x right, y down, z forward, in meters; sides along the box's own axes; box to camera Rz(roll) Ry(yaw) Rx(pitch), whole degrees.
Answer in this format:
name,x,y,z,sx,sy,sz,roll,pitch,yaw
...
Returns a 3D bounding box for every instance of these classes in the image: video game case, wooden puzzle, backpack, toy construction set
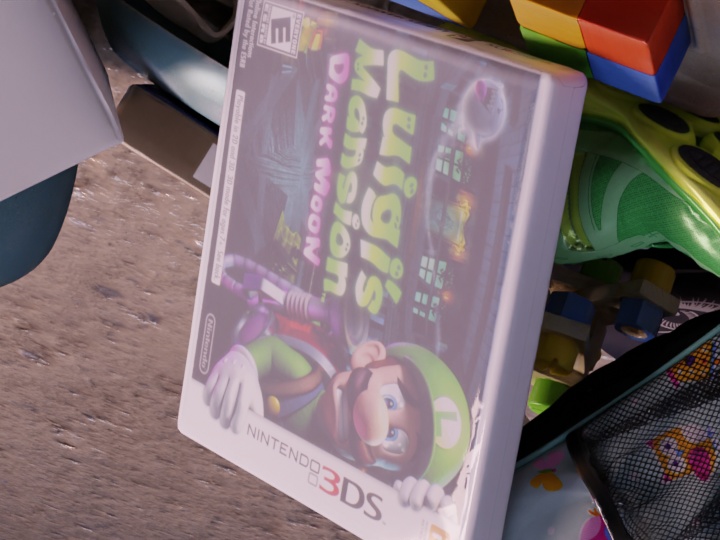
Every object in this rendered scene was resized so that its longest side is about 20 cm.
name,x,y,z,sx,sy,sz,roll,pitch,yaw
video game case,0.000,0.000,0.797,0.023,0.201,0.182,-4,-161,-42
wooden puzzle,0.041,-0.121,0.693,0.185,0.046,0.200,24,165,20
backpack,0.125,0.114,0.822,0.199,0.154,0.176,-25,164,17
toy construction set,0.054,0.034,0.910,0.131,0.092,0.200,20,148,1

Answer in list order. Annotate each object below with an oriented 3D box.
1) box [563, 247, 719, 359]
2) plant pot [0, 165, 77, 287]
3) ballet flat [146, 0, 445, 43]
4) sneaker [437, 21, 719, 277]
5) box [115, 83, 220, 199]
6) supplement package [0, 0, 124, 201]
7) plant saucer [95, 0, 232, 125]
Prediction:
name,x,y,z,sx,sy,sz,roll,pitch,yaw
box,0.165,-0.019,0.932,0.148,0.105,0.200,-3,148,46
plant pot,-0.218,-0.105,0.996,0.199,0.200,0.135,24,123,-10
ballet flat,-0.045,-0.124,0.923,0.199,0.072,0.072,26,158,-17
sneaker,0.098,-0.034,0.798,0.074,0.084,0.200,-8,-150,-41
box,-0.050,-0.050,0.981,0.121,0.032,0.200,32,-172,-1
supplement package,-0.215,-0.075,0.856,0.118,0.199,0.117,64,179,-21
plant saucer,-0.041,-0.076,0.954,0.200,0.027,0.200,30,-174,-3
